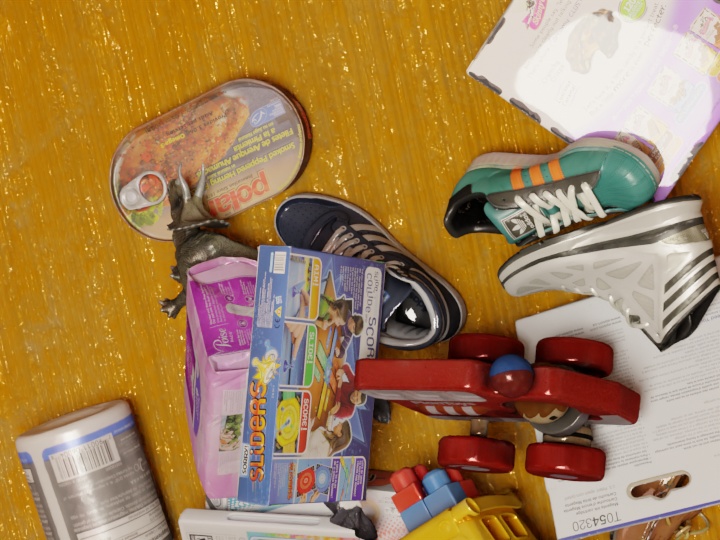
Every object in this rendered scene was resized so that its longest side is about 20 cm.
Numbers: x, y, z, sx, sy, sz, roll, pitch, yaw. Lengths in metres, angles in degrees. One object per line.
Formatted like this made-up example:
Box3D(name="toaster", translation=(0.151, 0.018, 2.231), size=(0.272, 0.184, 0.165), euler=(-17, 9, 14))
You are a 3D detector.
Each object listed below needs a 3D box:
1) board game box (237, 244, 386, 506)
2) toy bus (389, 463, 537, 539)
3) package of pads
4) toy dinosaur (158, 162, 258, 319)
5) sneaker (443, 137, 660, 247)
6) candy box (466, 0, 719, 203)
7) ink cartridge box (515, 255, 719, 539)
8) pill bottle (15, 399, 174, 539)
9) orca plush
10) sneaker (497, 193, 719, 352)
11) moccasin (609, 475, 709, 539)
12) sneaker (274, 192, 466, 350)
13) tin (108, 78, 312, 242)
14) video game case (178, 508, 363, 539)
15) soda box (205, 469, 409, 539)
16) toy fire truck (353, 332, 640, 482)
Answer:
Box3D(name="board game box", translation=(-0.037, 0.086, 1.247), size=(0.034, 0.135, 0.202), euler=(3, 86, 35))
Box3D(name="toy bus", translation=(0.105, 0.250, 1.337), size=(0.135, 0.200, 0.193), euler=(-37, 69, 22))
Box3D(name="package of pads", translation=(-0.112, 0.096, 1.345), size=(0.075, 0.121, 0.201), euler=(-8, 141, -14))
Box3D(name="toy dinosaur", translation=(-0.116, 0.008, 1.382), size=(0.200, 0.077, 0.102), euler=(40, 127, -6))
Box3D(name="sneaker", translation=(0.154, -0.055, 1.278), size=(0.199, 0.080, 0.072), euler=(-4, 131, 46))
Box3D(name="candy box", translation=(0.217, -0.181, 1.288), size=(0.199, 0.072, 0.168), euler=(36, 106, 7))
Box3D(name="ink cartridge box", translation=(0.240, 0.111, 1.292), size=(0.195, 0.043, 0.202), euler=(-18, 69, 24))
Box3D(name="pill bottle", translation=(-0.241, 0.234, 1.452), size=(0.113, 0.114, 0.202), euler=(-16, 94, 17))
Box3D(name="orca plush", translation=(-0.025, 0.152, 1.379), size=(0.071, 0.104, 0.201), euler=(-55, 48, 48))
Box3D(name="sneaker", translation=(0.205, 0.019, 1.270), size=(0.200, 0.075, 0.116), euler=(-20, 84, 40))
Box3D(name="moccasin", translation=(0.267, 0.198, 1.337), size=(0.077, 0.074, 0.203), euler=(18, 93, 20))
Box3D(name="sneaker", translation=(0.000, 0.000, 1.354), size=(0.199, 0.108, 0.070), euler=(34, 105, 8))
Box3D(name="tin", translation=(-0.136, -0.100, 1.413), size=(0.199, 0.042, 0.113), euler=(-23, 88, 17))
Box3D(name="video game case", translation=(-0.064, 0.307, 1.424), size=(0.180, 0.024, 0.201), euler=(1, 121, 16))
Box3D(name="soda box", translation=(-0.041, 0.218, 1.422), size=(0.198, 0.064, 0.069), euler=(4, 100, 14))
Box3D(name="toy fire truck", translation=(0.114, 0.102, 1.244), size=(0.199, 0.168, 0.113), euler=(0, 77, 32))
